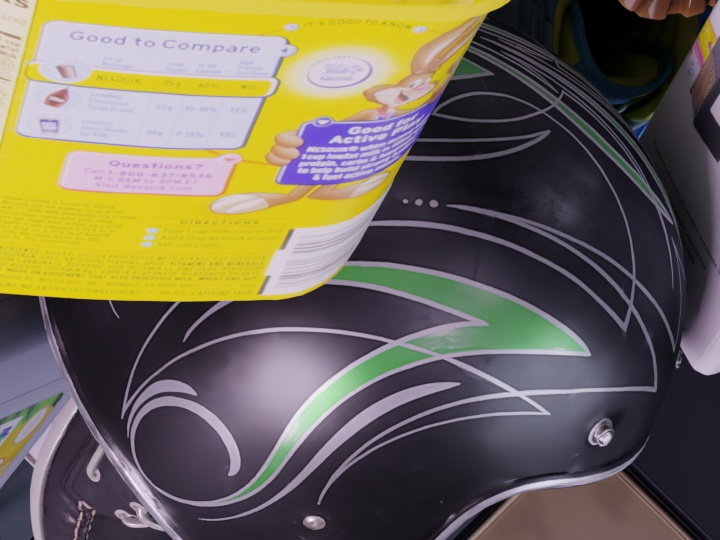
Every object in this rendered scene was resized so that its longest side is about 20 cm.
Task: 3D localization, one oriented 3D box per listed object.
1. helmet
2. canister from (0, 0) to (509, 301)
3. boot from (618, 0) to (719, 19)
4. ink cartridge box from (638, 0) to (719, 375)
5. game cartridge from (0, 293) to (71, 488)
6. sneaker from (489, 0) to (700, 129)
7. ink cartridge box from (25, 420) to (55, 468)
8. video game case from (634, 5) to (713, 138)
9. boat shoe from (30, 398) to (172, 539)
[{"bbox_3d":[0.009,0.000,0.979,0.190,0.201,0.200,-32,175,20],"label":"helmet"},{"bbox_3d":[-0.045,-0.066,0.706,0.148,0.087,0.200,2,156,-14],"label":"canister"},{"bbox_3d":[0.154,-0.166,0.978,0.199,0.107,0.075,-22,129,-7],"label":"boot"},{"bbox_3d":[0.187,-0.060,0.976,0.144,0.084,0.200,-17,157,-21],"label":"ink cartridge box"},{"bbox_3d":[-0.168,0.076,1.041,0.200,0.040,0.133,-51,165,24],"label":"game cartridge"},{"bbox_3d":[0.057,-0.068,1.115,0.201,0.079,0.131,-60,-154,21],"label":"sneaker"},{"bbox_3d":[-0.045,0.010,1.264,0.200,0.041,0.200,-49,169,10],"label":"ink cartridge box"},{"bbox_3d":[0.115,-0.131,1.172,0.018,0.144,0.200,8,145,-17],"label":"video game case"},{"bbox_3d":[-0.078,0.067,1.146,0.074,0.060,0.201,-3,128,-36],"label":"boat shoe"}]
